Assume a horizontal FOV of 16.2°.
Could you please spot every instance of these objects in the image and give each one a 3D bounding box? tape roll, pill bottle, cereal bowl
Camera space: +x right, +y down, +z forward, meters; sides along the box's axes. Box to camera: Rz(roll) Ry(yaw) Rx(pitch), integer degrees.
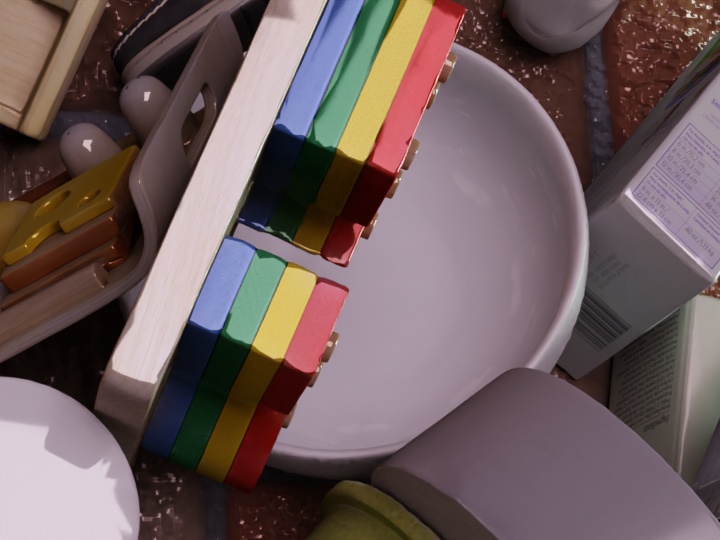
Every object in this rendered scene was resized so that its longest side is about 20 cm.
[{"bbox_3d":[0.089,0.136,0.952,0.066,0.200,0.200,-35,86,-16],"label":"tape roll"},{"bbox_3d":[-0.152,0.112,0.937,0.113,0.200,0.113,7,69,-18],"label":"pill bottle"},{"bbox_3d":[0.000,0.000,1.083,0.200,0.083,0.200,-4,67,9],"label":"cereal bowl"}]

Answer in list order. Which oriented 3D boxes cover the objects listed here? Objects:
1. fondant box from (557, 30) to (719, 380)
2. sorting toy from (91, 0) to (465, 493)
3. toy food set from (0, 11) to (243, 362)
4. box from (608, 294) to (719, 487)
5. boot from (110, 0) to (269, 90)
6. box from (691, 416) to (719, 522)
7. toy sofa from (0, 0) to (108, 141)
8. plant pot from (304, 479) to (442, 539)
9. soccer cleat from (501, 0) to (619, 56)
[{"bbox_3d":[0.160,-0.055,1.148,0.058,0.144,0.200,41,63,-2],"label":"fondant box"},{"bbox_3d":[-0.032,-0.013,0.953,0.070,0.199,0.200,23,73,-2],"label":"sorting toy"},{"bbox_3d":[-0.141,-0.021,0.975,0.060,0.200,0.144,53,25,-19],"label":"toy food set"},{"bbox_3d":[0.149,0.118,1.117,0.068,0.082,0.200,15,68,-17],"label":"box"},{"bbox_3d":[-0.063,-0.183,1.146,0.200,0.073,0.151,-41,76,-4],"label":"boot"},{"bbox_3d":[0.212,0.135,1.034,0.200,0.048,0.158,56,31,-14],"label":"box"},{"bbox_3d":[-0.210,-0.131,1.081,0.200,0.098,0.083,24,89,-11],"label":"toy sofa"},{"bbox_3d":[-0.022,0.213,0.971,0.184,0.200,0.200,-34,85,-16],"label":"plant pot"},{"bbox_3d":[0.134,-0.186,1.223,0.069,0.078,0.200,34,63,-6],"label":"soccer cleat"}]
